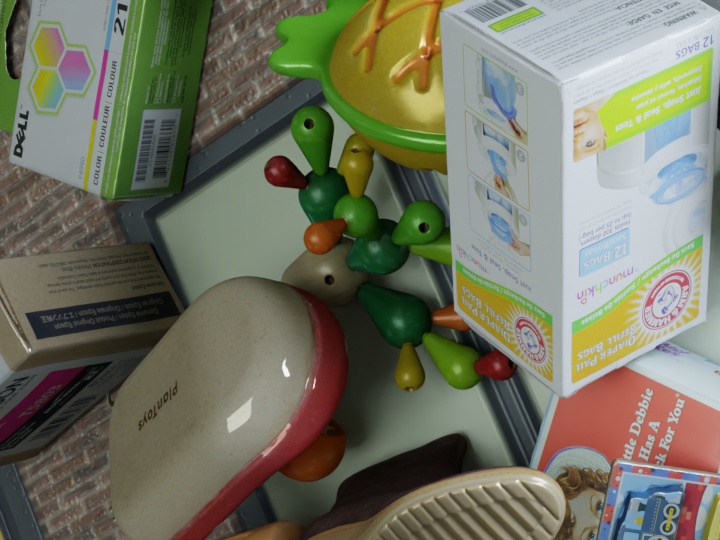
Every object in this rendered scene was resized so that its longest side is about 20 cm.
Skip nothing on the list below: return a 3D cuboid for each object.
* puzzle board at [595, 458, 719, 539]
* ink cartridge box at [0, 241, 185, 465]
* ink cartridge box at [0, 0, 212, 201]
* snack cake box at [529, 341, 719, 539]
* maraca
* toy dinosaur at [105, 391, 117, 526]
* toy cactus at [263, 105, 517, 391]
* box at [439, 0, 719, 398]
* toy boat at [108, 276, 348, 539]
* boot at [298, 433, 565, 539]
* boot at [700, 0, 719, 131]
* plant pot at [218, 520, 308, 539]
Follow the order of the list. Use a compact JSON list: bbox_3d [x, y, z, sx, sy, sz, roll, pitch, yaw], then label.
[{"bbox_3d":[0.194,0.209,1.061,0.149,0.017,0.202,8,107,-3],"label":"puzzle board"},{"bbox_3d":[-0.242,0.067,1.324,0.200,0.164,0.076,-39,75,32],"label":"ink cartridge box"},{"bbox_3d":[-0.209,-0.146,1.333,0.199,0.076,0.149,19,106,31],"label":"ink cartridge box"},{"bbox_3d":[0.154,0.144,1.111,0.114,0.067,0.202,26,109,31],"label":"snack cake box"},{"bbox_3d":[0.035,-0.123,1.138,0.199,0.137,0.108,29,139,37],"label":"maraca"},{"bbox_3d":[-0.105,0.094,1.303,0.199,0.058,0.101,-36,99,22],"label":"toy dinosaur"},{"bbox_3d":[0.000,0.000,1.186,0.200,0.102,0.165,48,148,-12],"label":"toy cactus"},{"bbox_3d":[0.118,-0.052,1.033,0.101,0.112,0.202,39,143,43],"label":"box"},{"bbox_3d":[-0.066,0.097,1.201,0.200,0.130,0.131,-45,40,40],"label":"toy boat"},{"bbox_3d":[0.042,0.133,1.132,0.199,0.167,0.073,-29,104,25],"label":"boot"},{"bbox_3d":[0.187,-0.155,1.024,0.200,0.072,0.183,55,138,38],"label":"boot"},{"bbox_3d":[-0.070,0.253,1.218,0.139,0.200,0.201,-34,75,16],"label":"plant pot"}]
